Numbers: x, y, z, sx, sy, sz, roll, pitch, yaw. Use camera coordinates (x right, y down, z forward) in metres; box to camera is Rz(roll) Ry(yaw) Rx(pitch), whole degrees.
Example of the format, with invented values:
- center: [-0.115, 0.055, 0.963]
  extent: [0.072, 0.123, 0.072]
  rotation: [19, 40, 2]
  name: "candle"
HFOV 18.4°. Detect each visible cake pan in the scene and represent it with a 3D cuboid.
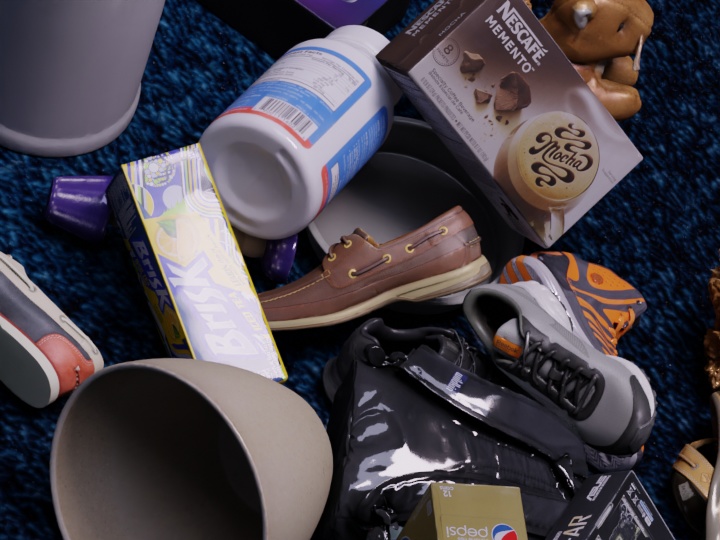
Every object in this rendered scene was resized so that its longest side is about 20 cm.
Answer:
- center: [0.039, -0.043, 1.876]
  extent: [0.200, 0.037, 0.201]
  rotation: [11, 51, -13]
  name: "cake pan"

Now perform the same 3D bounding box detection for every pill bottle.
- center: [-0.041, -0.119, 1.802]
  extent: [0.112, 0.112, 0.200]
  rotation: [34, 41, 7]
  name: "pill bottle"

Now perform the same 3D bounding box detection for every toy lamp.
- center: [-0.153, -0.035, 1.787]
  extent: [0.200, 0.058, 0.058]
  rotation: [15, 50, -14]
  name: "toy lamp"

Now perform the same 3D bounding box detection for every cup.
- center: [-0.101, 0.147, 1.592]
  extent: [0.200, 0.200, 0.143]
  rotation: [48, 35, 18]
  name: "cup"

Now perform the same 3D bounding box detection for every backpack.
- center: [0.072, 0.160, 1.674]
  extent: [0.200, 0.127, 0.167]
  rotation: [15, 62, -13]
  name: "backpack"

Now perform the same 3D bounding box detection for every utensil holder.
- center: [-0.241, -0.219, 1.799]
  extent: [0.170, 0.200, 0.170]
  rotation: [11, 51, -14]
  name: "utensil holder"

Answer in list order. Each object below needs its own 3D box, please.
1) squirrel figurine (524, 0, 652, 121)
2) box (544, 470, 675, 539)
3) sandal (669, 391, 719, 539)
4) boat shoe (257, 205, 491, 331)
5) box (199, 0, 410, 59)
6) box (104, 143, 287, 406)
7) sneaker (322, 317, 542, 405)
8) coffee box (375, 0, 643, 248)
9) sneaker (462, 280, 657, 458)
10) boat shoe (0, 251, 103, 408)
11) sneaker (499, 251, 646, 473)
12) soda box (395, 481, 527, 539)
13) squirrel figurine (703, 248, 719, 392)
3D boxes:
- center: [0.153, -0.190, 1.921]
  extent: [0.200, 0.187, 0.142]
  rotation: [22, 46, -3]
  name: "squirrel figurine"
- center: [0.195, 0.272, 1.619]
  extent: [0.200, 0.043, 0.160]
  rotation: [57, 48, -20]
  name: "box"
- center: [0.273, 0.179, 1.780]
  extent: [0.054, 0.080, 0.200]
  rotation: [5, 53, 11]
  name: "sandal"
- center: [0.000, 0.000, 1.763]
  extent: [0.200, 0.072, 0.068]
  rotation: [-15, 97, 4]
  name: "boat shoe"
- center: [-0.064, -0.275, 1.993]
  extent: [0.200, 0.079, 0.141]
  rotation: [36, 47, 9]
  name: "box"
- center: [-0.127, 0.010, 1.715]
  extent: [0.070, 0.064, 0.200]
  rotation: [-17, 79, -21]
  name: "box"
- center: [0.074, 0.091, 1.752]
  extent: [0.200, 0.091, 0.076]
  rotation: [12, 49, -13]
  name: "sneaker"
- center: [0.121, -0.133, 1.813]
  extent: [0.113, 0.080, 0.200]
  rotation: [-42, 113, -5]
  name: "coffee box"
- center: [0.148, 0.076, 1.706]
  extent: [0.079, 0.074, 0.200]
  rotation: [10, 25, -45]
  name: "sneaker"
- center: [-0.278, 0.019, 1.687]
  extent: [0.200, 0.071, 0.063]
  rotation: [45, 46, 13]
  name: "boat shoe"
- center: [0.202, 0.067, 1.829]
  extent: [0.112, 0.078, 0.200]
  rotation: [-9, 70, -42]
  name: "sneaker"
- center: [0.053, 0.226, 1.565]
  extent: [0.068, 0.200, 0.064]
  rotation: [5, 53, -17]
  name: "soda box"
- center: [0.386, 0.043, 1.843]
  extent: [0.200, 0.187, 0.142]
  rotation: [8, 52, -15]
  name: "squirrel figurine"
